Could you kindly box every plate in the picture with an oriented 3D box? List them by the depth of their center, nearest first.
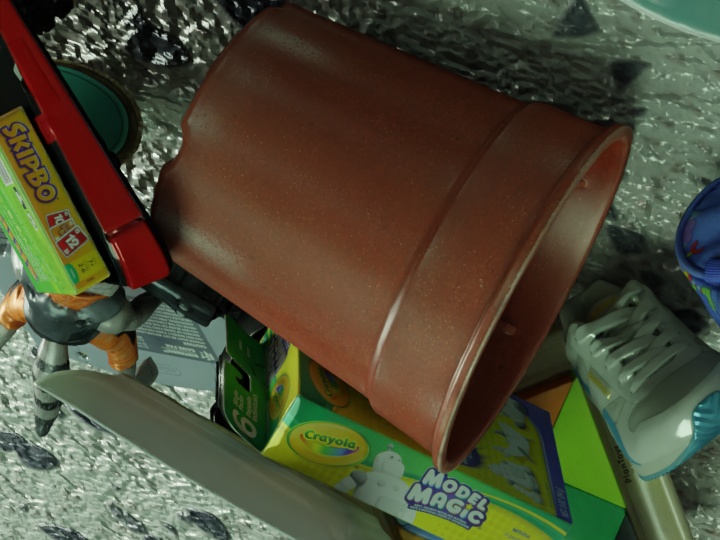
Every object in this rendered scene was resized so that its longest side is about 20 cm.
[{"bbox_3d":[-0.067,0.112,1.295,0.198,0.033,0.200,28,175,15],"label":"plate"}]

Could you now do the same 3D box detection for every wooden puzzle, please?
[{"bbox_3d":[0.087,0.147,1.375,0.037,0.198,0.186,-100,-12,-79],"label":"wooden puzzle"}]

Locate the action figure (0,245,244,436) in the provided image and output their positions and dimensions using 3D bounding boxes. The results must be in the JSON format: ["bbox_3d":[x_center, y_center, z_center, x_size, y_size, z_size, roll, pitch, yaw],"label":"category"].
[{"bbox_3d":[-0.156,0.032,1.446,0.199,0.105,0.194,26,152,4],"label":"action figure"}]

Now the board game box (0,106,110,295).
[{"bbox_3d":[-0.178,-0.034,1.244,0.096,0.030,0.200,63,165,-6],"label":"board game box"}]

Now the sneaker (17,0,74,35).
[{"bbox_3d":[-0.196,-0.197,1.221,0.090,0.066,0.200,42,169,18],"label":"sneaker"}]

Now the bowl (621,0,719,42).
[{"bbox_3d":[0.160,-0.189,0.901,0.199,0.106,0.201,20,150,12],"label":"bowl"}]

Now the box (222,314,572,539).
[{"bbox_3d":[0.017,0.082,1.271,0.199,0.118,0.049,24,115,-16],"label":"box"}]

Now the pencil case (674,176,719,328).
[{"bbox_3d":[0.234,0.036,1.218,0.078,0.087,0.200,1,141,37],"label":"pencil case"}]

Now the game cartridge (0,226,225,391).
[{"bbox_3d":[-0.151,0.026,1.562,0.198,0.042,0.133,9,150,28],"label":"game cartridge"}]

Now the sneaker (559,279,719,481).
[{"bbox_3d":[0.153,0.055,1.253,0.081,0.076,0.200,55,175,-10],"label":"sneaker"}]

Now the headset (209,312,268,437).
[{"bbox_3d":[-0.039,0.068,1.416,0.123,0.095,0.200,21,132,-24],"label":"headset"}]

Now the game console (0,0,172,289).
[{"bbox_3d":[-0.161,-0.072,1.225,0.178,0.031,0.200,63,168,-7],"label":"game console"}]

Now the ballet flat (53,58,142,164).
[{"bbox_3d":[-0.201,-0.092,1.404,0.199,0.071,0.065,12,175,30],"label":"ballet flat"}]

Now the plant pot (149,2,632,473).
[{"bbox_3d":[0.008,-0.030,1.204,0.194,0.201,0.201,29,152,12],"label":"plant pot"}]
